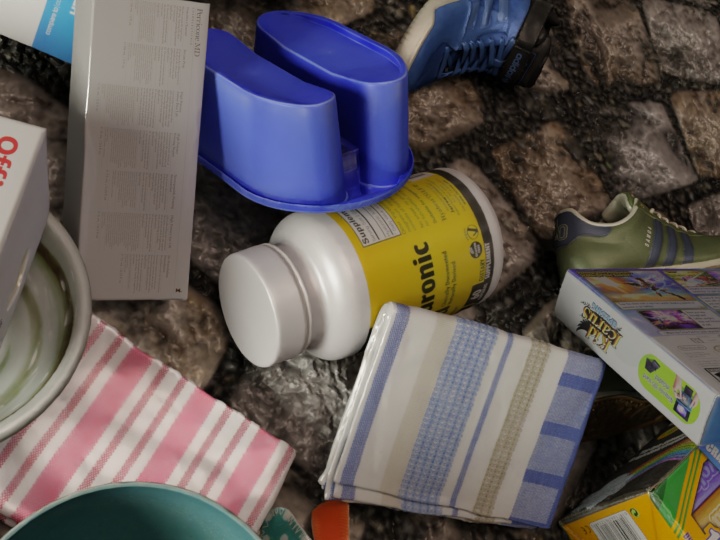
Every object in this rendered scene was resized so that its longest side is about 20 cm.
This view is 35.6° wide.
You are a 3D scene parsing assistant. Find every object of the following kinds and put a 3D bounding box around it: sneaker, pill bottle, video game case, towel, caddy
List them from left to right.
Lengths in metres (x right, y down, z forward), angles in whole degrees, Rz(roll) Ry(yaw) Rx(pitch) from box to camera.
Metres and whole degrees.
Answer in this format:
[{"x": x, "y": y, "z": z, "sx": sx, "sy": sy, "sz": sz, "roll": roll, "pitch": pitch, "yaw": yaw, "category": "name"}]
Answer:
[{"x": -0.151, "y": 0.126, "z": 0.736, "sx": 0.199, "sy": 0.030, "sz": 0.147, "roll": 35, "pitch": 57, "yaw": -8, "category": "towel"}, {"x": -0.048, "y": -0.110, "z": 0.818, "sx": 0.140, "sy": 0.106, "sz": 0.199, "roll": -21, "pitch": 40, "yaw": -32, "category": "caddy"}, {"x": 0.000, "y": 0.000, "z": 0.823, "sx": 0.198, "sy": 0.111, "sz": 0.112, "roll": -19, "pitch": 77, "yaw": -32, "category": "pill bottle"}, {"x": 0.077, "y": 0.110, "z": 0.812, "sx": 0.198, "sy": 0.024, "sz": 0.149, "roll": 15, "pitch": 98, "yaw": -26, "category": "towel"}, {"x": 0.107, "y": -0.197, "z": 0.987, "sx": 0.111, "sy": 0.077, "sz": 0.200, "roll": 37, "pitch": 49, "yaw": 4, "category": "sneaker"}, {"x": 0.210, "y": 0.081, "z": 0.929, "sx": 0.197, "sy": 0.068, "sz": 0.091, "roll": -9, "pitch": 54, "yaw": -22, "category": "sneaker"}, {"x": 0.252, "y": -0.028, "z": 0.980, "sx": 0.198, "sy": 0.067, "sz": 0.091, "roll": -11, "pitch": 78, "yaw": -28, "category": "sneaker"}, {"x": 0.278, "y": 0.058, "z": 0.854, "sx": 0.197, "sy": 0.046, "sz": 0.181, "roll": 0, "pitch": 28, "yaw": -27, "category": "video game case"}]

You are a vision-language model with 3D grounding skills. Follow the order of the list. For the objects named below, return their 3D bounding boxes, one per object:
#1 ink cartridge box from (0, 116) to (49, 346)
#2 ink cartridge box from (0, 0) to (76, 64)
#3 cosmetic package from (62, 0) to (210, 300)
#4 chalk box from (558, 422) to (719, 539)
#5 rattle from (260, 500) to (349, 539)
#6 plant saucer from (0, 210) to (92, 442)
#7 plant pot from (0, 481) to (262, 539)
[{"x": -0.294, "y": -0.031, "z": 0.646, "sx": 0.197, "sy": 0.084, "sz": 0.148, "roll": 14, "pitch": 57, "yaw": -8, "category": "ink cartridge box"}, {"x": -0.260, "y": -0.249, "z": 0.799, "sx": 0.198, "sy": 0.085, "sz": 0.146, "roll": 20, "pitch": 41, "yaw": -16, "category": "ink cartridge box"}, {"x": -0.155, "y": -0.083, "z": 0.759, "sx": 0.082, "sy": 0.050, "sz": 0.203, "roll": 2, "pitch": 100, "yaw": -29, "category": "cosmetic package"}, {"x": 0.280, "y": 0.183, "z": 0.875, "sx": 0.199, "sy": 0.125, "sz": 0.125, "roll": -30, "pitch": 83, "yaw": -32, "category": "chalk box"}, {"x": -0.012, "y": 0.234, "z": 0.699, "sx": 0.128, "sy": 0.143, "sz": 0.203, "roll": 9, "pitch": 68, "yaw": -2, "category": "rattle"}, {"x": -0.269, "y": 0.031, "z": 0.697, "sx": 0.197, "sy": 0.050, "sz": 0.203, "roll": 7, "pitch": 58, "yaw": -12, "category": "plant saucer"}, {"x": -0.144, "y": 0.228, "z": 0.625, "sx": 0.198, "sy": 0.134, "sz": 0.203, "roll": 9, "pitch": 70, "yaw": -26, "category": "plant pot"}]
